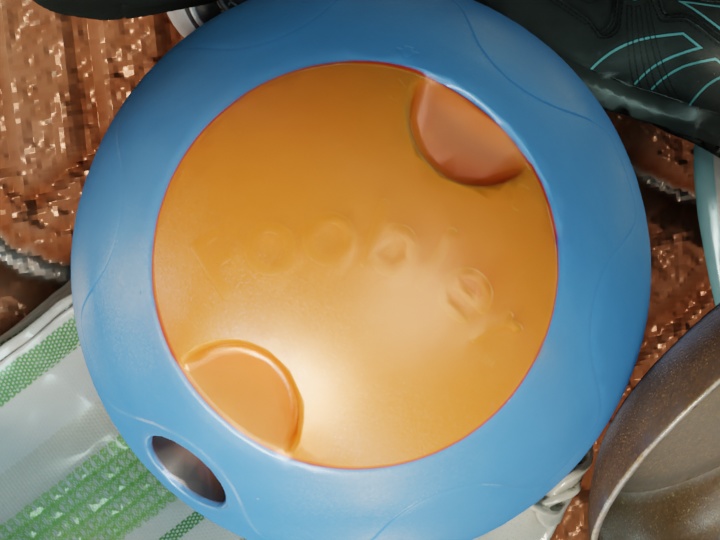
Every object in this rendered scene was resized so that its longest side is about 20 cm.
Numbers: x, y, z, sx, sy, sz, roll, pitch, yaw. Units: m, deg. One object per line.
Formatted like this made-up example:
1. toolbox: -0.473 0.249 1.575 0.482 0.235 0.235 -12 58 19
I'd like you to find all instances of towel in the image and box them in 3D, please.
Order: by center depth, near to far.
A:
1. towel: -0.108 0.116 0.825 0.149 0.031 0.200 -35 115 -7

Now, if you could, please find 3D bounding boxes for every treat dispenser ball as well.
1. treat dispenser ball: 0.000 0.000 0.738 0.200 0.201 0.202 -5 105 -20

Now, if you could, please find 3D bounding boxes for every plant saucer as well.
1. plant saucer: 0.159 0.037 0.764 0.200 0.032 0.200 -28 155 -14

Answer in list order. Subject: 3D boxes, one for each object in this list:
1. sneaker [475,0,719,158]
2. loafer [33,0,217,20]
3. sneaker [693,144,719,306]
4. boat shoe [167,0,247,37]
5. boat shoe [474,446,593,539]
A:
1. sneaker: 0.138 -0.082 0.805 0.200 0.075 0.079 25 101 12
2. loafer: -0.026 -0.139 0.721 0.199 0.073 0.073 -7 81 17
3. sneaker: 0.216 0.020 0.864 0.130 0.080 0.201 -8 111 21
4. boat shoe: 0.014 -0.149 0.779 0.200 0.068 0.072 -37 113 -8
5. boat shoe: 0.060 0.068 0.850 0.071 0.070 0.201 11 99 -23
